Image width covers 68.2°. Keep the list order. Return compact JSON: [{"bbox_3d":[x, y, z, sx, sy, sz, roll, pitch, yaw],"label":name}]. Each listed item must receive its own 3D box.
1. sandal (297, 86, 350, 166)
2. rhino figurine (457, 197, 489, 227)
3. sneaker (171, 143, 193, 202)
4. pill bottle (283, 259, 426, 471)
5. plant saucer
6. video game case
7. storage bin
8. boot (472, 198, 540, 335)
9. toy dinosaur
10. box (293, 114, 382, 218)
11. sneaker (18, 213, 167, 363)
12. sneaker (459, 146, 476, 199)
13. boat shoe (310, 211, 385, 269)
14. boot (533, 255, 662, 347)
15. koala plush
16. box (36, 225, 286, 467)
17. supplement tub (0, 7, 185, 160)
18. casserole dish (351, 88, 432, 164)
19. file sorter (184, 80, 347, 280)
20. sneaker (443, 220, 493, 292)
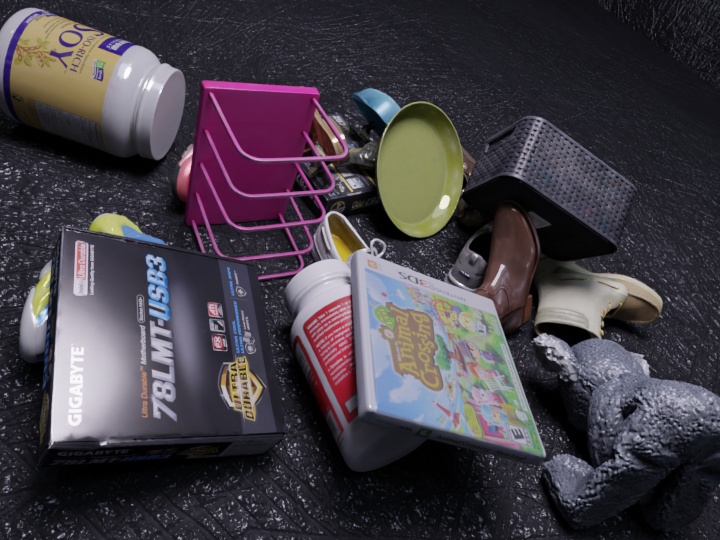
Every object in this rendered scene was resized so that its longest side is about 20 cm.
[{"bbox_3d":[-0.088,-0.206,0.776,0.069,0.078,0.212,-24,42,-12],"label":"sandal"},{"bbox_3d":[0.240,-0.127,0.904,0.198,0.087,0.061,-26,89,-35],"label":"rhino figurine"},{"bbox_3d":[-0.165,-0.141,0.731,0.086,0.075,0.199,26,38,27],"label":"sneaker"},{"bbox_3d":[-0.006,0.090,0.554,0.111,0.113,0.201,-9,51,-32],"label":"pill bottle"},{"bbox_3d":[0.088,-0.154,0.824,0.198,0.204,0.031,-19,19,-38],"label":"plant saucer"},{"bbox_3d":[0.076,0.076,0.517,0.179,0.022,0.202,19,37,-19],"label":"video game case"},{"bbox_3d":[0.259,-0.105,0.742,0.198,0.135,0.095,29,76,-14],"label":"storage bin"},{"bbox_3d":[0.149,0.022,0.667,0.198,0.190,0.064,-21,18,-39],"label":"boot"},{"bbox_3d":[0.001,-0.184,0.823,0.197,0.048,0.089,-7,58,-29],"label":"toy dinosaur"},{"bbox_3d":[-0.047,-0.175,0.856,0.159,0.049,0.201,-19,57,-36],"label":"box"},{"bbox_3d":[-0.253,0.016,0.542,0.103,0.076,0.202,16,41,-10],"label":"sneaker"},{"bbox_3d":[0.145,-0.203,0.960,0.075,0.071,0.200,-25,60,-40],"label":"sneaker"},{"bbox_3d":[0.004,-0.001,0.672,0.073,0.087,0.203,-8,50,-31],"label":"boat shoe"},{"bbox_3d":[0.347,0.067,0.776,0.197,0.073,0.156,19,40,4],"label":"boot"},{"bbox_3d":[0.294,0.153,0.605,0.174,0.186,0.201,11,31,-15],"label":"koala plush"},{"bbox_3d":[-0.177,0.068,0.490,0.196,0.050,0.203,14,47,-39],"label":"box"},{"bbox_3d":[-0.350,-0.238,0.704,0.197,0.147,0.147,18,41,-7],"label":"supplement tub"},{"bbox_3d":[0.061,-0.226,0.879,0.200,0.039,0.121,46,3,-37],"label":"casserole dish"},{"bbox_3d":[-0.116,-0.095,0.630,0.137,0.201,0.126,-9,53,-31],"label":"file sorter"},{"bbox_3d":[0.197,-0.031,0.798,0.074,0.083,0.200,33,42,10],"label":"sneaker"}]
